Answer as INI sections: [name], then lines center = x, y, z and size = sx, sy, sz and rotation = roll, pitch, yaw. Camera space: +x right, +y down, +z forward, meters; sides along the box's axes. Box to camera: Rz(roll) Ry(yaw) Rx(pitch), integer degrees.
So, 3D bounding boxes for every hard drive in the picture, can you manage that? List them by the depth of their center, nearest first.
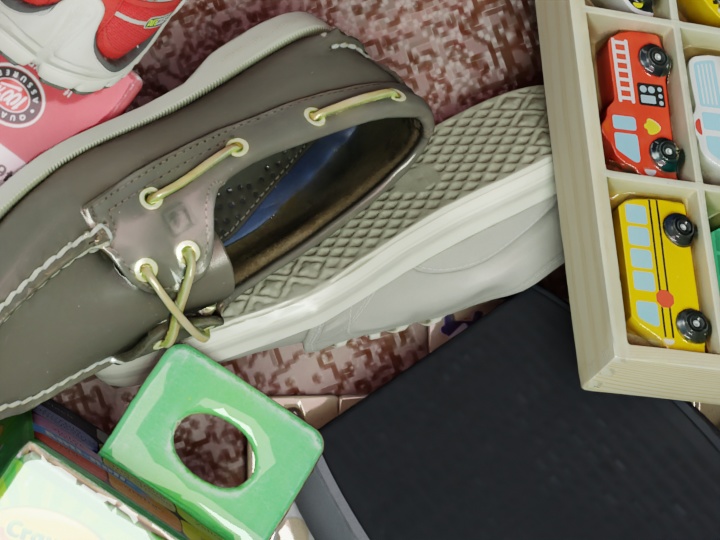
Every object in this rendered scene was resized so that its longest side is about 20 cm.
[hard drive]
center = 0.069, 0.092, 0.878
size = 0.135, 0.200, 0.042
rotation = -34, 138, -8

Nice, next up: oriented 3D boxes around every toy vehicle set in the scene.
[toy vehicle set]
center = 0.126, -0.048, 0.918
size = 0.124, 0.027, 0.200
rotation = 6, 61, -21

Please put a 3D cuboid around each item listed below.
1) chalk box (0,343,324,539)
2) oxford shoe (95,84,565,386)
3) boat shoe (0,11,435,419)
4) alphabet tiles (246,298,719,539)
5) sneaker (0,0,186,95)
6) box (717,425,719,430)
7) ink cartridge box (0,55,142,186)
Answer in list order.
[chalk box]
center = -0.090, 0.122, 0.867
size = 0.124, 0.124, 0.200
rotation = 34, 91, -9
[oxford shoe]
center = 0.000, 0.000, 0.930
size = 0.200, 0.075, 0.058
rotation = -24, 127, -9
[boat shoe]
center = -0.060, -0.013, 0.861
size = 0.060, 0.072, 0.202
rotation = 32, 54, 30
[alphabet tiles]
center = 0.057, 0.093, 0.967
size = 0.200, 0.008, 0.167
rotation = 0, 90, -11
[sneaker]
center = -0.055, -0.137, 0.870
size = 0.077, 0.085, 0.200
rotation = 34, 43, -13
[box]
center = 0.110, 0.125, 0.934
size = 0.200, 0.082, 0.068
rotation = -43, 97, -10
[ink cartridge box]
center = -0.189, -0.023, 0.881
size = 0.144, 0.084, 0.200
rotation = 37, 84, -8
